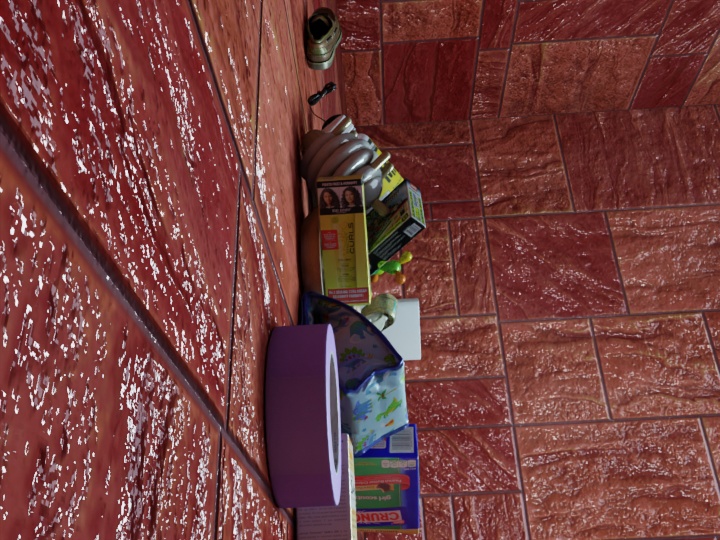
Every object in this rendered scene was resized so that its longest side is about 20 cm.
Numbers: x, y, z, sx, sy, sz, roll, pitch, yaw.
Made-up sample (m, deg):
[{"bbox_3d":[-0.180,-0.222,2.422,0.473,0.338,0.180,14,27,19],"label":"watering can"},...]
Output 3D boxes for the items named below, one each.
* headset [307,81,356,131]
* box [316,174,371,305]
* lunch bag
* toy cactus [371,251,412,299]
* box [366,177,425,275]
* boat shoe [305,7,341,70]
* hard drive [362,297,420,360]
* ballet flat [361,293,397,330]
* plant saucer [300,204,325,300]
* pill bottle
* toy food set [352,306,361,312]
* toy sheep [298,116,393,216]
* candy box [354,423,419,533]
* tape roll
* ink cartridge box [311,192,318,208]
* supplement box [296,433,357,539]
[{"bbox_3d":[-0.031,-0.278,1.453,0.200,0.094,0.124,47,15,-28],"label":"headset"},{"bbox_3d":[-0.025,-0.046,1.130,0.050,0.075,0.201,-80,167,-74],"label":"box"},{"bbox_3d":[-0.027,0.147,1.090,0.200,0.127,0.171,49,-25,40],"label":"lunch bag"},{"bbox_3d":[0.000,0.000,1.387,0.200,0.164,0.103,126,-36,-47],"label":"toy cactus"},{"bbox_3d":[0.023,-0.052,1.206,0.200,0.035,0.110,-42,-150,28],"label":"box"},{"bbox_3d":[-0.075,-0.494,1.483,0.068,0.072,0.201,87,1,-48],"label":"boat shoe"},{"bbox_3d":[0.024,0.128,1.511,0.026,0.199,0.133,-92,179,-72],"label":"hard drive"},{"bbox_3d":[-0.003,0.122,1.395,0.071,0.200,0.071,36,27,-23],"label":"ballet flat"},{"bbox_3d":[-0.074,-0.009,1.192,0.200,0.035,0.201,-4,90,-89],"label":"plant saucer"},{"bbox_3d":[-0.002,-0.175,1.315,0.200,0.114,0.114,48,14,-16],"label":"pill bottle"},{"bbox_3d":[-0.041,0.099,1.307,0.198,0.048,0.201,129,-36,-69],"label":"toy food set"},{"bbox_3d":[-0.023,-0.162,1.190,0.200,0.138,0.138,44,-16,20],"label":"toy sheep"},{"bbox_3d":[0.012,0.342,1.184,0.077,0.168,0.201,-86,173,-51],"label":"candy box"},{"bbox_3d":[-0.060,0.162,0.817,0.200,0.065,0.201,-2,90,-89],"label":"tape roll"},{"bbox_3d":[-0.069,-0.129,1.467,0.161,0.050,0.201,-90,174,-65],"label":"ink cartridge box"},{"bbox_3d":[-0.043,0.325,0.951,0.126,0.073,0.201,85,2,-70],"label":"supplement box"}]
